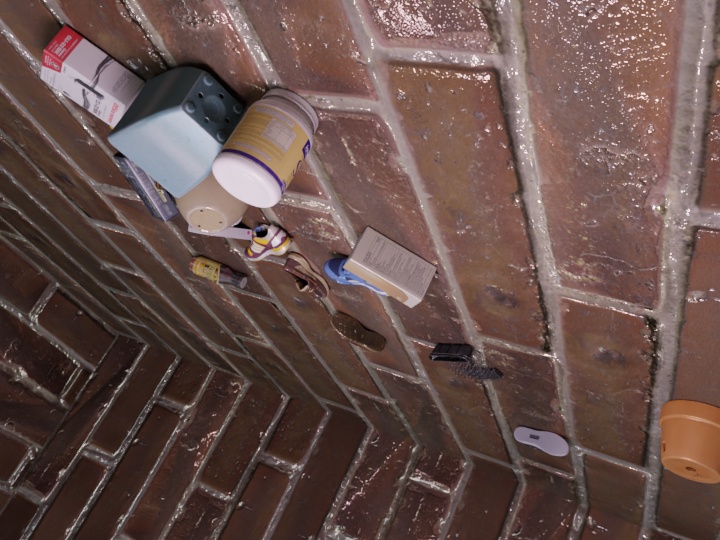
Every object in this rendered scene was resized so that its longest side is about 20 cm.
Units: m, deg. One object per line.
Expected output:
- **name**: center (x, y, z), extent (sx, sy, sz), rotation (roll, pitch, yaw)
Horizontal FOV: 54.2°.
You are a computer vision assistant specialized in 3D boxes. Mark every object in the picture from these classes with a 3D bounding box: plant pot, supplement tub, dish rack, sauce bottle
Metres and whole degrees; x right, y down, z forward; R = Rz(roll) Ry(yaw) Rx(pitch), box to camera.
- **plant pot**: center (0.828, 0.428, 1.731), extent (0.200, 0.140, 0.200), rotation (23, 155, 11)
- **plant pot**: center (-0.356, -0.304, 1.460), extent (0.200, 0.196, 0.196), rotation (-15, 133, 43)
- **supplement tub**: center (-0.181, -0.240, 1.374), extent (0.145, 0.200, 0.145), rotation (23, 156, 11)
- **dish rack**: center (0.317, 0.284, 2.084), extent (0.200, 0.055, 0.153), rotation (42, 153, -29)
- **plant pot**: center (-0.359, -0.169, 1.693), extent (0.200, 0.135, 0.200), rotation (0, 141, 0)
- **sauce bottle**: center (-0.473, 0.007, 2.346), extent (0.200, 0.066, 0.066), rotation (18, 154, 18)

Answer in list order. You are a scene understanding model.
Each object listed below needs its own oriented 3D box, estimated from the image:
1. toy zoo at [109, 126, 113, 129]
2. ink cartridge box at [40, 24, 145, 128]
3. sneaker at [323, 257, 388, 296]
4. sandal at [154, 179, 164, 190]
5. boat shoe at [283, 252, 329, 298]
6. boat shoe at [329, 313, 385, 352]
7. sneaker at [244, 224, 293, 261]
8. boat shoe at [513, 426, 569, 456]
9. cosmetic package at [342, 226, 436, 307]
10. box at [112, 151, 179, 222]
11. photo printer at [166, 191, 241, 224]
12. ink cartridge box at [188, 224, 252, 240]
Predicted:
- **toy zoo**: center (-0.549, -0.331, 1.757), extent (0.131, 0.020, 0.200), rotation (38, 164, -31)
- **ink cartridge box**: center (-0.602, -0.428, 1.581), extent (0.200, 0.084, 0.144), rotation (34, 156, -17)
- **sneaker**: center (0.000, 0.000, 1.830), extent (0.200, 0.074, 0.082), rotation (14, 152, 11)
- **sandal**: center (-0.444, -0.285, 1.606), extent (0.055, 0.082, 0.200), rotation (18, 112, 25)
- **boat shoe**: center (-0.162, 0.031, 2.055), extent (0.072, 0.072, 0.200), rotation (10, 150, 35)
- **boat shoe**: center (-0.018, 0.206, 2.256), extent (0.200, 0.072, 0.068), rotation (31, 154, -15)
- **sneaker**: center (-0.272, -0.085, 1.952), extent (0.200, 0.075, 0.090), rotation (-12, 127, 46)
- **boat shoe**: center (0.609, 0.570, 2.347), extent (0.200, 0.069, 0.057), rotation (12, 160, 43)
- **cosmetic package**: center (0.071, -0.007, 1.699), extent (0.200, 0.105, 0.071), rotation (32, 156, -6)
- **box**: center (-0.570, -0.229, 1.874), extent (0.158, 0.051, 0.200), rotation (21, 144, 60)
- **photo printer**: center (-0.432, -0.196, 1.887), extent (0.200, 0.069, 0.166), rotation (11, 151, 35)
- **ink cartridge box**: center (-0.378, -0.110, 1.982), extent (0.095, 0.037, 0.200), rotation (11, -179, 34)
